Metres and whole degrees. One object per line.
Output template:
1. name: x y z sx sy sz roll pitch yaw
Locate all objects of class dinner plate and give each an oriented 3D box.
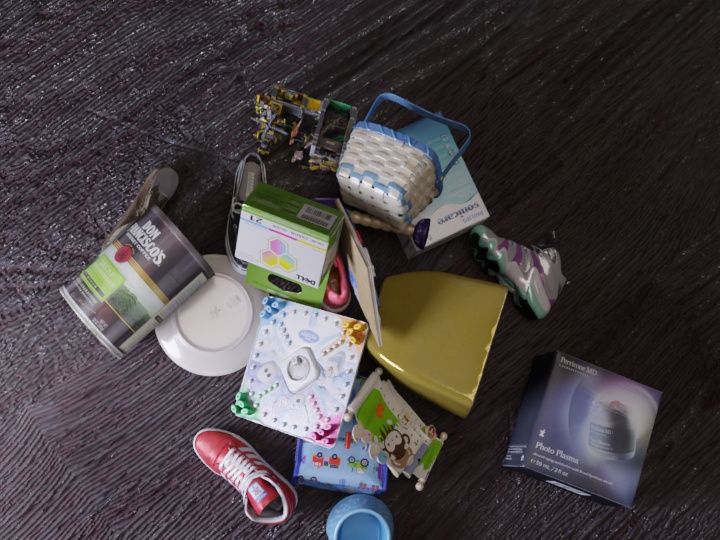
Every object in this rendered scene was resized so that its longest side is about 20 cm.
1. dinner plate: -0.244 0.072 1.587 0.196 0.024 0.204 2 80 -9

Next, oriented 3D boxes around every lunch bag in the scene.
1. lunch bag: -0.025 0.252 1.562 0.148 0.094 0.204 9 70 -4

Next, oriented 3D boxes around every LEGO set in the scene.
1. LEGO set: -0.095 -0.210 1.591 0.197 0.154 0.118 20 60 -12

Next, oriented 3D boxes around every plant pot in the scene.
1. plant pot: 0.112 0.106 1.553 0.197 0.196 0.197 18 78 7

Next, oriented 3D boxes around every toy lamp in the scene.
1. toy lamp: 0.014 -0.081 1.570 0.196 0.058 0.059 16 78 9

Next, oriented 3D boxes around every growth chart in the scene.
1. growth chart: 0.057 0.257 1.538 0.200 0.018 0.146 48 44 -19

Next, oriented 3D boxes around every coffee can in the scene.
1. coffee can: -0.349 0.018 1.511 0.200 0.146 0.147 -43 88 -9

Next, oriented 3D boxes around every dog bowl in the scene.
1. dog bowl: -0.002 0.462 1.520 0.109 0.050 0.204 4 92 -5

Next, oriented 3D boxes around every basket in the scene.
1. basket: 0.059 -0.181 1.527 0.174 0.140 0.202 27 72 21

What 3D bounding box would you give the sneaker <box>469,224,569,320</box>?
1. sneaker: 0.285 -0.030 1.654 0.140 0.077 0.201 -44 106 -17

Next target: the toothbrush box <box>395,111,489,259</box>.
1. toothbrush box: 0.110 -0.144 1.643 0.145 0.085 0.203 -25 84 -11

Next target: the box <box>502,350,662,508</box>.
1. box: 0.367 0.263 1.593 0.197 0.123 0.202 21 77 -5

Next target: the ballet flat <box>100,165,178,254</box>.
1. ballet flat: -0.367 -0.086 1.588 0.067 0.046 0.202 33 81 -33

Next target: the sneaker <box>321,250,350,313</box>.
1. sneaker: -0.059 -0.032 1.598 0.073 0.087 0.203 -20 83 -12

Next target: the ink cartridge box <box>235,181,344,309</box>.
1. ink cartridge box: -0.118 -0.016 1.500 0.145 0.202 0.076 20 37 7

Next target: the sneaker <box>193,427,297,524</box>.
1. sneaker: -0.183 0.322 1.502 0.199 0.112 0.072 36 90 0

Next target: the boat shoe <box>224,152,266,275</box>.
1. boat shoe: -0.184 -0.096 1.597 0.072 0.068 0.203 9 77 -9

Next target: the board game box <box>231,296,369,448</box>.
1. board game box: -0.100 0.157 1.526 0.197 0.026 0.204 13 83 28

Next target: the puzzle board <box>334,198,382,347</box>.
1. puzzle board: 0.000 0.000 1.487 0.017 0.201 0.153 -15 126 -7
